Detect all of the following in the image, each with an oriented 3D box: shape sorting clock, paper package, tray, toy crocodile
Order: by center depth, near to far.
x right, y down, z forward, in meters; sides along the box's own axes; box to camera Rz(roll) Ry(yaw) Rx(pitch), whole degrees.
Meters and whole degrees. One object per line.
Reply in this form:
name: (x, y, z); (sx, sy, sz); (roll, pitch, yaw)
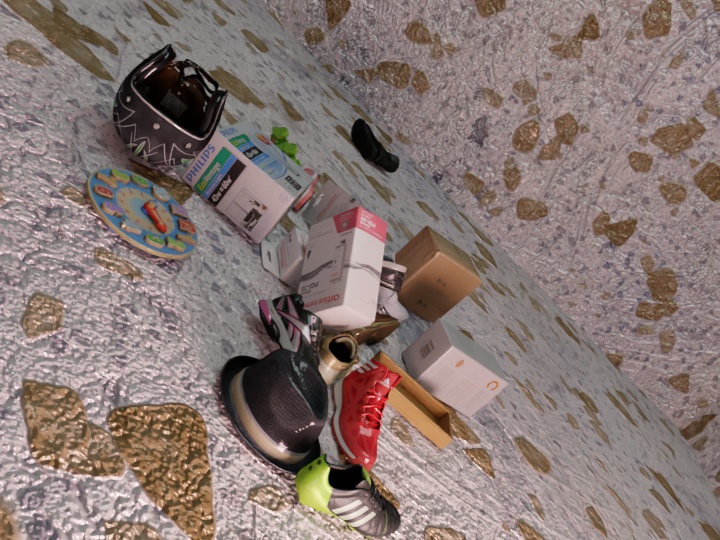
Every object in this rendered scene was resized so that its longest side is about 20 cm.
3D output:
shape sorting clock: (-0.345, -0.096, 1.175); (0.200, 0.039, 0.201); (41, 19, -17)
tray: (0.098, 0.252, 1.430); (0.200, 0.037, 0.099); (43, 18, -12)
paper package: (0.175, 0.013, 1.850); (0.199, 0.190, 0.104); (28, 29, -41)
toy crocodile: (-0.203, -0.317, 1.926); (0.068, 0.061, 0.201); (83, -16, -45)

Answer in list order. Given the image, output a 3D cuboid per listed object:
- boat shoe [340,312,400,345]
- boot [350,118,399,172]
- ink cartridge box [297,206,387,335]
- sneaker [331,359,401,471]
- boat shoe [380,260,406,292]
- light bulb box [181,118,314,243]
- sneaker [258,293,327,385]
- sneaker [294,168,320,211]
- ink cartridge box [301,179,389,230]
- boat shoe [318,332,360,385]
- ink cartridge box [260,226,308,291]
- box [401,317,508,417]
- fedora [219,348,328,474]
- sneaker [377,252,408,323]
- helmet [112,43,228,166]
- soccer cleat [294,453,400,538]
boat shoe: (0.018, 0.107, 1.498); (0.068, 0.072, 0.199); (54, 22, 19)
boot: (0.055, -0.467, 2.759); (0.157, 0.079, 0.213); (16, 45, -44)
ink cartridge box: (-0.036, 0.003, 1.351); (0.082, 0.146, 0.202); (29, 58, -36)
sneaker: (0.015, 0.218, 1.189); (0.078, 0.116, 0.201); (34, 22, -31)
boat shoe: (0.000, 0.000, 1.590); (0.197, 0.061, 0.074); (13, -5, 9)
light bulb box: (-0.222, -0.186, 1.482); (0.200, 0.125, 0.198); (40, 19, -6)
sneaker: (-0.094, 0.109, 1.180); (0.201, 0.086, 0.081); (58, -16, 31)
sneaker: (-0.155, -0.223, 1.804); (0.087, 0.074, 0.201); (39, 20, -16)
ink cartridge box: (-0.038, -0.115, 1.720); (0.200, 0.116, 0.067); (43, 6, 41)
boat shoe: (-0.035, 0.149, 1.302); (0.074, 0.066, 0.200); (46, 18, 1)
ink cartridge box: (-0.104, -0.008, 1.476); (0.199, 0.068, 0.116); (35, 21, -29)
box: (0.207, 0.215, 1.605); (0.199, 0.124, 0.098); (35, 21, -32)
fedora: (-0.105, 0.182, 1.035); (0.200, 0.092, 0.201); (40, 19, -17)
sneaker: (0.061, 0.036, 1.673); (0.199, 0.115, 0.075); (38, 20, -24)
helmet: (-0.350, -0.283, 1.318); (0.198, 0.192, 0.200); (28, -18, 10)
soccer cleat: (-0.002, 0.313, 1.009); (0.199, 0.081, 0.068); (34, 22, -34)
